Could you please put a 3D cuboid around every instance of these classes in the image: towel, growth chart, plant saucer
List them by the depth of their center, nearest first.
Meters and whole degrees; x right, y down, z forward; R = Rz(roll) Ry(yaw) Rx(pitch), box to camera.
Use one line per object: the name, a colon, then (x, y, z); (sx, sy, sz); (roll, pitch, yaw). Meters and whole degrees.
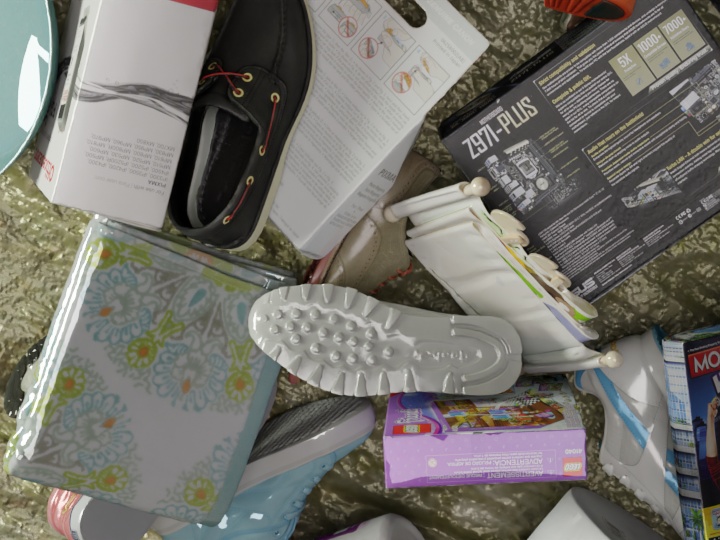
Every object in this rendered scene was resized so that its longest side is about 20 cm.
growth chart: (0.104, 0.010, 1.292); (0.200, 0.145, 0.018); (49, 61, -25)
towel: (-0.146, 0.073, 1.297); (0.171, 0.048, 0.200); (20, 90, -24)
plant saucer: (-0.281, -0.155, 1.300); (0.200, 0.036, 0.200); (0, 90, 36)

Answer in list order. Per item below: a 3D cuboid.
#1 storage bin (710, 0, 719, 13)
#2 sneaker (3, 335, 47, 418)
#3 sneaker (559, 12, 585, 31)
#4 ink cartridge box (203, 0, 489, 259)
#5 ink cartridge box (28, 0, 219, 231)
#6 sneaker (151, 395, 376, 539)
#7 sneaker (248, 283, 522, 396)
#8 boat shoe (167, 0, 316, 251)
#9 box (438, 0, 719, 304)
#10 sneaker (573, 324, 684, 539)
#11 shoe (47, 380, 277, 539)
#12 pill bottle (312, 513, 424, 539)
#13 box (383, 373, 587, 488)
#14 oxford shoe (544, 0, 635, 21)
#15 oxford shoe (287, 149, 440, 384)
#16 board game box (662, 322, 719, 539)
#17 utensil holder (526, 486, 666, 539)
storage bin: (0.326, -0.209, 1.277); (0.135, 0.094, 0.200); (-38, 99, 9)
sneaker: (-0.174, 0.061, 1.377); (0.200, 0.077, 0.089); (-37, 130, 7)
sneaker: (0.088, -0.240, 1.287); (0.200, 0.070, 0.076); (24, 95, -4)
ink cartridge box: (-0.020, -0.134, 1.297); (0.200, 0.057, 0.163); (-45, 70, 7)
ink cartridge box: (-0.165, -0.141, 1.264); (0.083, 0.147, 0.200); (13, 96, -18)
sneaker: (-0.063, 0.167, 1.387); (0.200, 0.074, 0.082); (-29, 108, 16)
sneaker: (0.014, 0.056, 1.309); (0.200, 0.080, 0.077); (12, 88, -10)
boat shoe: (-0.084, -0.115, 1.263); (0.074, 0.063, 0.202); (13, 87, 27)
box: (0.183, -0.093, 1.309); (0.200, 0.086, 0.164); (-36, 99, 9)
sneaker: (0.229, 0.144, 1.371); (0.081, 0.077, 0.200); (-21, 95, 16)
shoe: (-0.156, 0.134, 1.380); (0.200, 0.091, 0.072); (-46, 112, -19)
pill bottle: (-0.042, 0.267, 1.374); (0.200, 0.112, 0.112); (-22, 101, 19)
box: (0.088, 0.113, 1.298); (0.137, 0.200, 0.039); (-2, 97, 3)
oxford shoe: (0.099, -0.234, 1.240); (0.200, 0.071, 0.073); (18, 81, -1)
oxford shoe: (0.000, 0.000, 1.345); (0.075, 0.070, 0.200); (20, 103, -7)
board game box: (0.297, 0.083, 1.320); (0.200, 0.062, 0.200); (-9, 93, -32)
utensil holder: (0.162, 0.289, 1.352); (0.170, 0.170, 0.200); (36, 99, -6)
